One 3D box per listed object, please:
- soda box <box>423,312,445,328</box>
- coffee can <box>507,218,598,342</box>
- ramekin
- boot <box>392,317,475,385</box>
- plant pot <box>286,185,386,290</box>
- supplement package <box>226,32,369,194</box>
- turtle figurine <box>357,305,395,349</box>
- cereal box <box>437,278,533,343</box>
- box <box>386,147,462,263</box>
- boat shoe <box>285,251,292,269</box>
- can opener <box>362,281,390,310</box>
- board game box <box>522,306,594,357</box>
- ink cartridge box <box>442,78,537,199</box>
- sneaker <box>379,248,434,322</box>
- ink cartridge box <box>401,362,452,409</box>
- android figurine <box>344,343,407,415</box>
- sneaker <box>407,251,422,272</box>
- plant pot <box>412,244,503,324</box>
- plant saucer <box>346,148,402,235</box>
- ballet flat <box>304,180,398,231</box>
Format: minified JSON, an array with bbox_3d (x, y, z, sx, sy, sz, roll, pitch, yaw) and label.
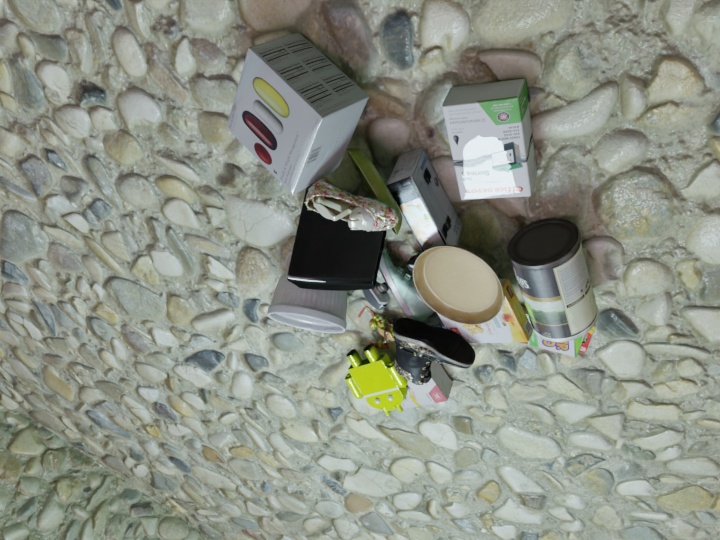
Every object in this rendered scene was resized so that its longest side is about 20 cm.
[{"bbox_3d":[0.214,0.103,1.571,0.196,0.069,0.064,-15,123,34],"label":"soda box"},{"bbox_3d":[0.393,0.021,1.361,0.143,0.148,0.203,-7,126,29],"label":"coffee can"},{"bbox_3d":[-0.123,0.077,1.630,0.194,0.108,0.201,10,165,2],"label":"ramekin"},{"bbox_3d":[0.160,0.201,1.534,0.195,0.074,0.153,19,138,14],"label":"boot"},{"bbox_3d":[-0.040,-0.051,1.425,0.172,0.206,0.200,13,174,5],"label":"plant pot"},{"bbox_3d":[-0.124,-0.300,1.278,0.200,0.146,0.193,43,136,13],"label":"supplement package"},{"bbox_3d":[0.079,0.162,1.681,0.159,0.065,0.202,30,152,27],"label":"turtle figurine"},{"bbox_3d":[0.256,0.092,1.441,0.197,0.040,0.146,-9,122,45],"label":"cereal box"},{"bbox_3d":[0.135,-0.132,1.372,0.059,0.118,0.202,-15,120,30],"label":"box"},{"bbox_3d":[-0.082,-0.014,1.612,0.194,0.076,0.060,-1,172,13],"label":"boat shoe"},{"bbox_3d":[0.000,0.000,1.537,0.066,0.052,0.203,-37,82,33],"label":"can opener"},{"bbox_3d":[0.427,0.139,1.535,0.194,0.030,0.097,12,133,12],"label":"board game box"},{"bbox_3d":[0.244,-0.239,1.248,0.142,0.085,0.204,-1,128,25],"label":"ink cartridge box"},{"bbox_3d":[0.118,0.014,1.555,0.117,0.074,0.203,-31,92,0],"label":"sneaker"},{"bbox_3d":[0.131,0.300,1.780,0.197,0.068,0.117,-20,117,37],"label":"ink cartridge box"},{"bbox_3d":[0.044,0.289,1.744,0.179,0.041,0.203,-19,106,36],"label":"android figurine"},{"bbox_3d":[0.197,0.019,1.493,0.195,0.075,0.087,13,124,14],"label":"sneaker"},{"bbox_3d":[0.200,0.025,1.362,0.196,0.028,0.203,20,137,19],"label":"plant pot"},{"bbox_3d":[0.034,-0.166,1.361,0.031,0.201,0.202,-30,117,2],"label":"plant saucer"},{"bbox_3d":[-0.023,-0.111,1.283,0.196,0.064,0.077,21,137,23],"label":"ballet flat"}]
